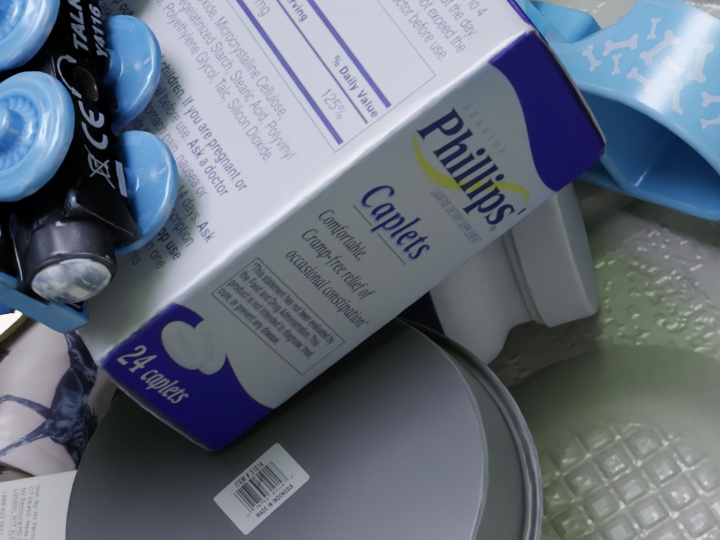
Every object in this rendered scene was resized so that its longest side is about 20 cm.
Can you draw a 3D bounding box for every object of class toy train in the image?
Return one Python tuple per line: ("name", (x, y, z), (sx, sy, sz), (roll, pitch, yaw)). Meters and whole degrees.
("toy train", (-0.136, -0.067, 0.798), (0.114, 0.087, 0.200), (-27, 59, 24))

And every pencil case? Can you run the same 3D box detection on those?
("pencil case", (-0.153, 0.033, 1.057), (0.089, 0.078, 0.200), (-14, 49, 37))

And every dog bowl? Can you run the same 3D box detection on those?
("dog bowl", (0.114, -0.078, 0.997), (0.200, 0.111, 0.050), (23, 72, 49))

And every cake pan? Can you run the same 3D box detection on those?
("cake pan", (-0.030, 0.094, 0.859), (0.200, 0.037, 0.200), (-10, 56, 15))

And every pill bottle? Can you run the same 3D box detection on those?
("pill bottle", (0.000, 0.000, 0.996), (0.200, 0.116, 0.116), (-16, 52, 10))

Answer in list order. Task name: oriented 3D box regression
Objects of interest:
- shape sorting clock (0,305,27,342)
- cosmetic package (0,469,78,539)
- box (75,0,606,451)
("shape sorting clock", (-0.227, -0.036, 1.041), (0.200, 0.039, 0.200), (-2, 72, 6))
("cosmetic package", (-0.058, 0.129, 0.934), (0.200, 0.105, 0.071), (-11, 55, 16))
("box", (-0.039, -0.066, 0.861), (0.200, 0.105, 0.184), (-37, 56, 5))
